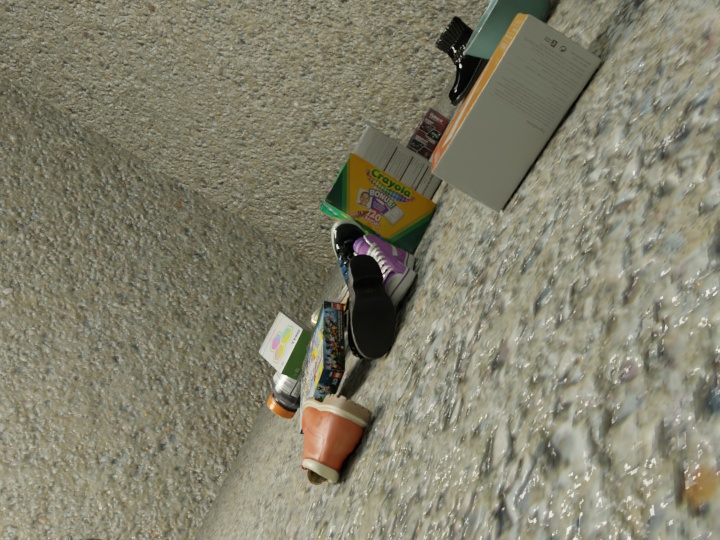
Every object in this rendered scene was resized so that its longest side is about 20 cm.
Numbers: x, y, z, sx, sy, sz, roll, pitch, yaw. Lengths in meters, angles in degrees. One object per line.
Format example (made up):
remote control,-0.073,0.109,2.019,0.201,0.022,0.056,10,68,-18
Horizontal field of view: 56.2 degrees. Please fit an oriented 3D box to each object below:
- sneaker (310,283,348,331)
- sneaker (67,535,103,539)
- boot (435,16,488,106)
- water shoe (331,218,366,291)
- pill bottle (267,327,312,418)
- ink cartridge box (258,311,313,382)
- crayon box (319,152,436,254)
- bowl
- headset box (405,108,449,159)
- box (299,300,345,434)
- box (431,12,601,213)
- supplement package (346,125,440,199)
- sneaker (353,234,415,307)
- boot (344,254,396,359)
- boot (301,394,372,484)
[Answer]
sneaker,-0.012,0.080,1.466,0.090,0.075,0.200,18,50,43
sneaker,-0.504,0.598,1.257,0.066,0.090,0.202,-38,54,55
boot,0.275,-0.603,1.948,0.212,0.157,0.080,-58,5,22
water shoe,0.000,0.000,1.277,0.071,0.202,0.079,-19,19,-1
pill bottle,-0.139,0.240,1.554,0.201,0.106,0.106,-59,4,9
ink cartridge box,-0.142,0.169,1.444,0.105,0.059,0.200,-63,29,-1
crayon box,0.035,-0.124,1.318,0.120,0.199,0.058,-61,5,-18
bowl,0.297,-0.490,1.321,0.202,0.104,0.201,-59,5,7
headset box,0.194,-0.401,2.105,0.201,0.075,0.149,-61,5,-9
box,-0.067,0.169,1.147,0.201,0.037,0.138,110,164,-45
box,0.177,-0.190,0.805,0.201,0.097,0.125,-59,5,21
supplement package,0.069,-0.215,1.510,0.118,0.199,0.117,-60,5,-5
sneaker,0.032,-0.004,1.156,0.073,0.114,0.201,-57,6,14
boot,0.009,0.091,1.095,0.175,0.068,0.202,98,169,-51
boot,-0.053,0.230,0.903,0.108,0.074,0.200,-67,7,-19
